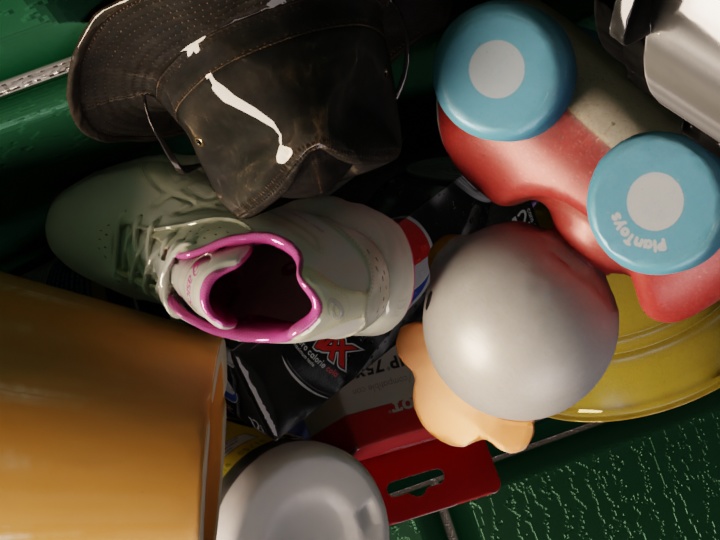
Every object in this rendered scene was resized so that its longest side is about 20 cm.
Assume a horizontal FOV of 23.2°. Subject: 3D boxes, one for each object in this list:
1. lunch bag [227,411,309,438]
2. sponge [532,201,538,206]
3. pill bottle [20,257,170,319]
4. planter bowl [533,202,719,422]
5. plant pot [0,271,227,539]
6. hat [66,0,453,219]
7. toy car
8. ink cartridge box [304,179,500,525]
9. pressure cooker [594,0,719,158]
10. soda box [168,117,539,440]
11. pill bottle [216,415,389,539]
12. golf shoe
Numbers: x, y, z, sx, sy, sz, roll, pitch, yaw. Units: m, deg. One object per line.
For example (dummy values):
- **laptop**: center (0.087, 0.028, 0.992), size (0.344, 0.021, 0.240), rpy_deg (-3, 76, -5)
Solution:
- **lunch bag**: center (-0.067, 0.063, 1.146), size (0.136, 0.133, 0.200), rpy_deg (-39, 180, -33)
- **sponge**: center (0.123, -0.058, 1.162), size (0.111, 0.030, 0.200), rpy_deg (-23, 168, 21)
- **pill bottle**: center (-0.174, 0.055, 1.006), size (0.199, 0.113, 0.112), rpy_deg (-26, 166, 25)
- **planter bowl**: center (0.155, -0.007, 1.048), size (0.199, 0.084, 0.201), rpy_deg (-17, -148, 11)
- **plant pot**: center (-0.159, 0.087, 0.836), size (0.181, 0.202, 0.200), rpy_deg (4, 167, 0)
- **hat**: center (-0.033, -0.069, 0.760), size (0.199, 0.082, 0.201), rpy_deg (-17, 167, -4)
- **toy car**: center (0.077, -0.008, 0.839), size (0.200, 0.177, 0.184), rpy_deg (-52, 168, 14)
- **ink cartridge box**: center (0.019, 0.043, 1.034), size (0.115, 0.202, 0.067), rpy_deg (-13, 168, -25)
- **pressure cooker**: center (0.182, -0.118, 0.634), size (0.179, 0.200, 0.176), rpy_deg (-54, 156, 3)
- **soda box**: center (0.000, 0.000, 0.942), size (0.200, 0.064, 0.071), rpy_deg (-38, -146, -22)
- **pill bottle**: center (-0.084, 0.141, 1.011), size (0.114, 0.115, 0.199), rpy_deg (-10, -169, -36)
- **golf shoe**: center (-0.076, -0.009, 0.827), size (0.198, 0.076, 0.091), rpy_deg (9, -164, 26)
